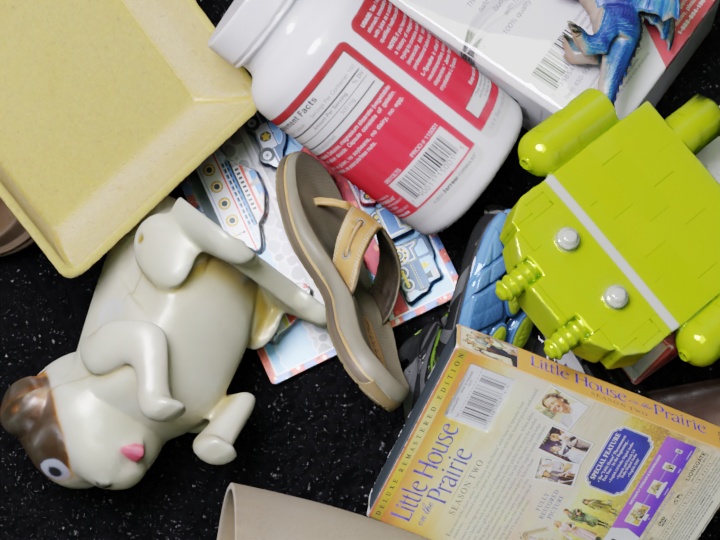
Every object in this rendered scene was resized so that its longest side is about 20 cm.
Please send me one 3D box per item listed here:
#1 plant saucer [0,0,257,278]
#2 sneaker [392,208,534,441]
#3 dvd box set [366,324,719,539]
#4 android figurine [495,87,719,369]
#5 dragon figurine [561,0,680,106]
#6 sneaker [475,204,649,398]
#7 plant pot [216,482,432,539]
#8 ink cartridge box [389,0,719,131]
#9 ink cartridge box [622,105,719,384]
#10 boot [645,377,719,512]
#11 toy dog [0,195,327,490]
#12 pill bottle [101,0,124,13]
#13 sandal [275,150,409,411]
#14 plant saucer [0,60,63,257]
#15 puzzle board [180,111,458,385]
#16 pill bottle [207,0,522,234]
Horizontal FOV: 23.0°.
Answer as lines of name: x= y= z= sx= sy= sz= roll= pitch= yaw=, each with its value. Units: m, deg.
plant saucer: x=-0.192 y=-0.128 z=1.152 sx=0.200 sy=0.048 sz=0.200 roll=-46 pitch=110 yaw=-30
sneaker: x=0.061 y=0.049 z=1.151 sx=0.083 sy=0.070 sz=0.201 roll=39 pitch=125 yaw=39
dvd box set: x=0.122 y=0.130 z=1.117 sx=0.199 sy=0.029 sz=0.147 roll=21 pitch=119 yaw=-7
android figurine: x=0.170 y=-0.022 z=1.093 sx=0.200 sy=0.041 sz=0.182 roll=-35 pitch=82 yaw=-22
dragon figurine: x=0.179 y=-0.175 z=1.157 sx=0.099 sy=0.059 sz=0.201 roll=-13 pitch=74 yaw=0
sneaker: x=0.111 y=0.049 z=1.186 sx=0.088 sy=0.076 sz=0.201 roll=-44 pitch=54 yaw=27
plant pot: x=0.008 y=0.234 z=1.108 sx=0.199 sy=0.187 sz=0.189 roll=5 pitch=76 yaw=-9
ink cartridge box: x=0.130 y=-0.184 z=1.237 sx=0.200 sy=0.083 sz=0.147 roll=36 pitch=81 yaw=12
ink cartridge box: x=0.227 y=-0.028 z=1.177 sx=0.199 sy=0.068 sz=0.117 roll=-31 pitch=76 yaw=-26
boot: x=0.276 y=0.144 z=1.151 sx=0.199 sy=0.064 sz=0.187 roll=-16 pitch=62 yaw=-2
toy dog: x=-0.149 y=0.054 z=1.172 sx=0.194 sy=0.140 sz=0.200 roll=32 pitch=85 yaw=33
pill bottle: x=-0.181 y=-0.219 z=1.258 sx=0.112 sy=0.113 sz=0.201 roll=24 pitch=80 yaw=10
sandal: x=0.000 y=0.000 z=1.169 sx=0.054 sy=0.080 sz=0.201 roll=-34 pitch=54 yaw=17
plant saucer: x=-0.285 y=-0.101 z=1.220 sx=0.199 sy=0.029 sz=0.201 roll=9 pitch=112 yaw=24
puzzle board: x=-0.036 y=-0.040 z=1.250 sx=0.150 sy=0.017 sz=0.201 roll=-25 pitch=75 yaw=-2
pill bottle: x=0.001 y=-0.123 z=1.183 sx=0.200 sy=0.112 sz=0.113 roll=37 pitch=81 yaw=-12
